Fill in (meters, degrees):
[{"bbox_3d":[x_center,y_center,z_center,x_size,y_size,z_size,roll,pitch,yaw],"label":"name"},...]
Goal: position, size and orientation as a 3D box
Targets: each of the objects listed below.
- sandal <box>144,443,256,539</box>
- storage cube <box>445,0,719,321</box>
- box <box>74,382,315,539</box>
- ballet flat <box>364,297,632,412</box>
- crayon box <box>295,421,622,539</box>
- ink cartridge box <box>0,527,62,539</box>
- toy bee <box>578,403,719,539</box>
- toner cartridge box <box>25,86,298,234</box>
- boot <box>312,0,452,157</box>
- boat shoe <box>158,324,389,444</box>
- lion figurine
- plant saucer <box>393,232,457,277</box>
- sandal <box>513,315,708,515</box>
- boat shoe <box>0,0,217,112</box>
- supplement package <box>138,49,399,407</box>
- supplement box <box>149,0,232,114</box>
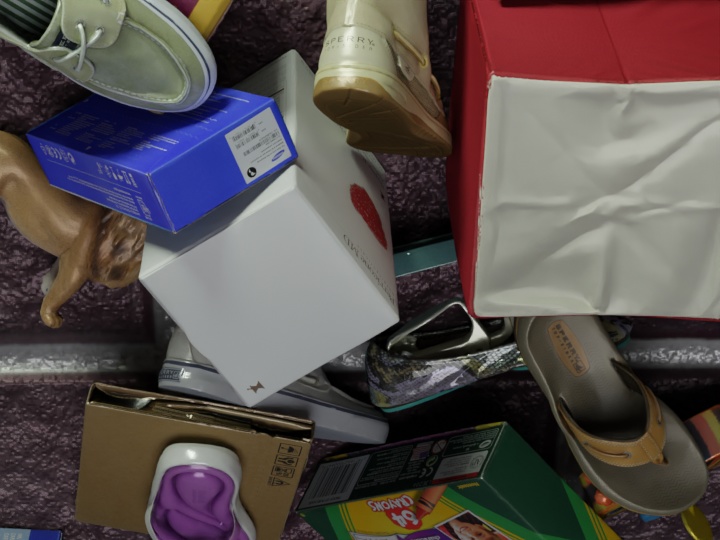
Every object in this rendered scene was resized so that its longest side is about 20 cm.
[{"bbox_3d":[-0.123,0.189,1.329,0.082,0.050,0.203,4,147,4],"label":"sandal"},{"bbox_3d":[0.151,-0.083,1.170,0.170,0.180,0.200,1,120,-3],"label":"storage cube"},{"bbox_3d":[-0.128,0.151,1.339,0.163,0.021,0.200,10,147,-5],"label":"box"},{"bbox_3d":[0.096,0.047,1.313,0.200,0.072,0.072,-16,120,5],"label":"ballet flat"},{"bbox_3d":[0.080,0.201,1.354,0.200,0.058,0.173,-18,125,45],"label":"crayon box"},{"bbox_3d":[-0.308,0.275,1.427,0.199,0.076,0.137,3,121,-6],"label":"ink cartridge box"},{"bbox_3d":[0.212,0.159,1.344,0.131,0.109,0.200,41,95,19],"label":"toy bee"},{"bbox_3d":[-0.130,-0.080,1.138,0.095,0.200,0.043,-32,115,-21],"label":"toner cartridge box"},{"bbox_3d":[0.021,-0.161,1.171,0.073,0.200,0.156,1,80,17],"label":"boot"},{"bbox_3d":[-0.056,0.078,1.320,0.200,0.071,0.070,20,74,-32],"label":"boat shoe"},{"bbox_3d":[-0.219,-0.044,1.243,0.200,0.073,0.123,32,112,-17],"label":"lion figurine"},{"bbox_3d":[0.000,0.000,1.282,0.199,0.070,0.019,-14,96,6],"label":"plant saucer"},{"bbox_3d":[0.178,0.098,1.266,0.080,0.054,0.200,-37,106,-8],"label":"sandal"},{"bbox_3d":[-0.174,-0.143,1.040,0.200,0.062,0.072,28,117,-18],"label":"boat shoe"},{"bbox_3d":[-0.057,-0.031,1.181,0.120,0.200,0.121,-30,118,15],"label":"supplement package"},{"bbox_3d":[-0.183,-0.204,1.114,0.200,0.131,0.103,28,116,-16],"label":"supplement box"}]
